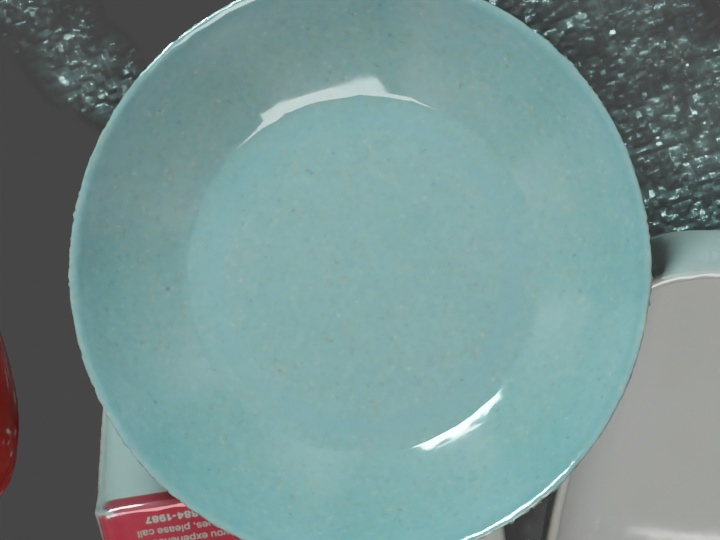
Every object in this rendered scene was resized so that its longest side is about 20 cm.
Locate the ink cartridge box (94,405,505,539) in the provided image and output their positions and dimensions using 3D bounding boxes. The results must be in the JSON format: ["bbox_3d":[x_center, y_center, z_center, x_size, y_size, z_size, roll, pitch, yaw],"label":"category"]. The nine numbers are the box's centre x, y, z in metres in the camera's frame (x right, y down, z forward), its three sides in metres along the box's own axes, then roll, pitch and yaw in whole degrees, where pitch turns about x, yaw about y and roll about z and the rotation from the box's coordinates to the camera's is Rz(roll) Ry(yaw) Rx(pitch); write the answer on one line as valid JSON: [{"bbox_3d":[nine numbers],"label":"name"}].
[{"bbox_3d":[-0.014,0.139,0.975,0.144,0.084,0.201,-8,121,-1],"label":"ink cartridge box"}]

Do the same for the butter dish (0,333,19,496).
[{"bbox_3d":[-0.183,0.051,0.874,0.147,0.201,0.200,21,119,-43],"label":"butter dish"}]

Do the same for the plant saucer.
[{"bbox_3d":[0.000,0.000,0.883,0.199,0.039,0.203,0,85,2],"label":"plant saucer"}]

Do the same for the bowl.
[{"bbox_3d":[0.165,0.071,0.955,0.198,0.075,0.201,5,119,-8],"label":"bowl"}]
